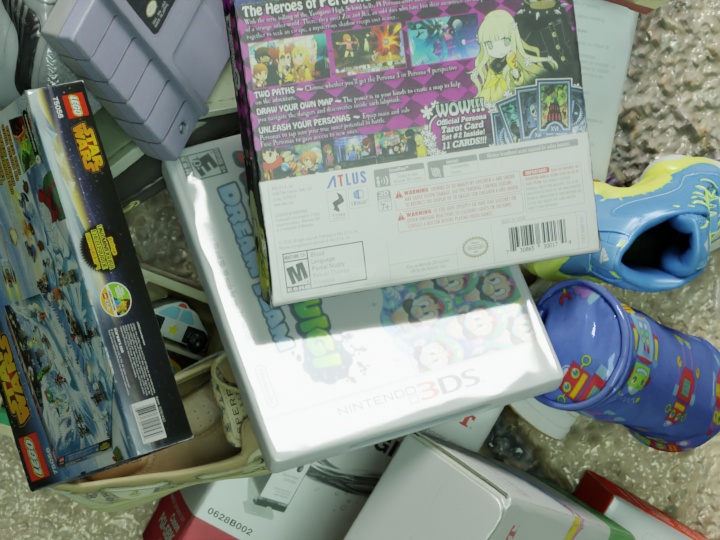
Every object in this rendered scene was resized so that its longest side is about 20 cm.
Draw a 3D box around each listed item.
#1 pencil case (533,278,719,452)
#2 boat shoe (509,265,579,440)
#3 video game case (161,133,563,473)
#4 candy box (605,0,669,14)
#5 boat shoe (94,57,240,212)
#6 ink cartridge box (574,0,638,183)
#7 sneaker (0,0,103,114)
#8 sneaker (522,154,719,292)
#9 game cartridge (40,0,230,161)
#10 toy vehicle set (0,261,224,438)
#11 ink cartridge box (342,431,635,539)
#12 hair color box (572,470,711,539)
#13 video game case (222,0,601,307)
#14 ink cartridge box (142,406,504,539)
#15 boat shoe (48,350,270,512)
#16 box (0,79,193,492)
[{"bbox_3d":[0.165,0.062,1.265,0.200,0.086,0.079,24,89,-58],"label":"pencil case"},{"bbox_3d":[0.093,0.023,1.276,0.069,0.071,0.200,-34,118,8],"label":"boat shoe"},{"bbox_3d":[0.000,0.000,1.178,0.181,0.024,0.201,-15,69,-17],"label":"video game case"},{"bbox_3d":[0.148,-0.267,1.219,0.115,0.055,0.202,15,79,-12],"label":"candy box"},{"bbox_3d":[-0.109,-0.095,1.226,0.200,0.061,0.072,-30,63,-13],"label":"boat shoe"},{"bbox_3d":[0.073,-0.146,1.266,0.196,0.047,0.202,8,98,-13],"label":"ink cartridge box"},{"bbox_3d":[-0.207,-0.181,1.152,0.114,0.075,0.202,-4,94,32],"label":"sneaker"},{"bbox_3d":[0.194,-0.020,1.259,0.199,0.105,0.076,-14,114,-36],"label":"sneaker"},{"bbox_3d":[-0.097,-0.179,1.153,0.201,0.038,0.130,-65,150,-18],"label":"game cartridge"},{"bbox_3d":[-0.184,0.043,1.234,0.199,0.026,0.125,21,96,-27],"label":"toy vehicle set"},{"bbox_3d":[0.066,0.191,1.232,0.146,0.087,0.200,-60,150,3],"label":"ink cartridge box"},{"bbox_3d":[0.214,0.228,1.365,0.199,0.061,0.102,31,93,-16],"label":"hair color box"},{"bbox_3d":[0.030,-0.085,1.143,0.198,0.036,0.183,-10,99,-14],"label":"video game case"},{"bbox_3d":[-0.024,0.125,1.277,0.146,0.083,0.201,28,95,-16],"label":"ink cartridge box"},{"bbox_3d":[-0.091,0.092,1.193,0.199,0.063,0.074,-25,77,11],"label":"boat shoe"},{"bbox_3d":[-0.167,0.012,1.118,0.040,0.137,0.202,-15,86,-36],"label":"box"}]
